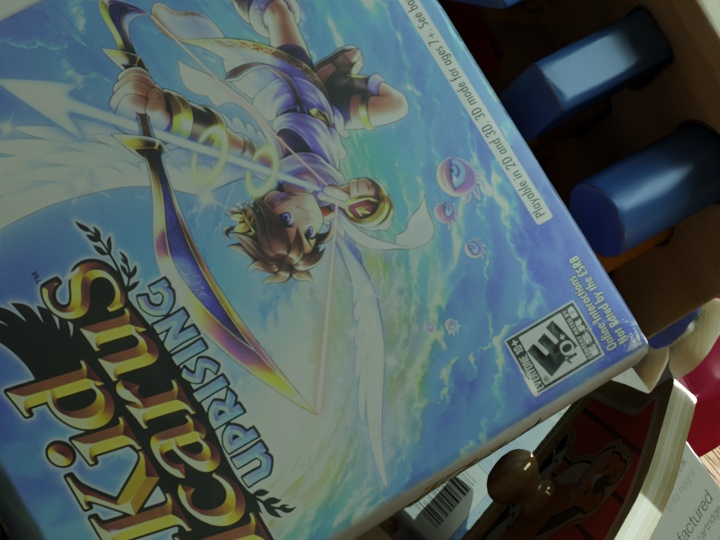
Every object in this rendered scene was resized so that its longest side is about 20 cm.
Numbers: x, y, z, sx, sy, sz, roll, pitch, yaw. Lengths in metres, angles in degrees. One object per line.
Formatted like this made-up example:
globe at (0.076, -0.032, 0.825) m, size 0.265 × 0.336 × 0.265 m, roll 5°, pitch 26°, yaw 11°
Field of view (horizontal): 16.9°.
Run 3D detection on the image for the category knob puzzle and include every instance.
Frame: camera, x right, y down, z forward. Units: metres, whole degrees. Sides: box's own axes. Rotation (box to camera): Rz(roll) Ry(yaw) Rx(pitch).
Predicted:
knob puzzle at (0.033, 0.107, 0.763) m, size 0.030 × 0.220 × 0.220 m, roll 40°, pitch 18°, yaw -6°

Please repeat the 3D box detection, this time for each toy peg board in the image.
toy peg board at (0.027, -0.055, 0.779) m, size 0.200 × 0.098 × 0.199 m, roll 59°, pitch -27°, yaw 5°

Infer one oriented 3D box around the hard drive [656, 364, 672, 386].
hard drive at (0.067, -0.003, 1.191) m, size 0.200 × 0.038 × 0.140 m, roll 38°, pitch -10°, yaw 26°

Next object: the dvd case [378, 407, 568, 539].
dvd case at (0.000, 0.000, 0.910) m, size 0.200 × 0.018 × 0.143 m, roll 46°, pitch 52°, yaw -1°

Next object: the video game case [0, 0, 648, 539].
video game case at (-0.045, -0.015, 0.684) m, size 0.200 × 0.181 × 0.045 m, roll 58°, pitch -19°, yaw 6°

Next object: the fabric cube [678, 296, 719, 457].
fabric cube at (0.188, -0.017, 1.347) m, size 0.201 × 0.199 × 0.196 m, roll 61°, pitch -18°, yaw 14°

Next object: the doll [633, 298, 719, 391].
doll at (0.057, -0.022, 1.029) m, size 0.200 × 0.136 × 0.049 m, roll 40°, pitch 53°, yaw -8°

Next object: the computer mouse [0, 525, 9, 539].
computer mouse at (-0.071, 0.159, 0.659) m, size 0.200 × 0.046 × 0.140 m, roll 36°, pitch 49°, yaw 8°

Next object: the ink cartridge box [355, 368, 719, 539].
ink cartridge box at (0.051, 0.089, 0.983) m, size 0.200 × 0.083 × 0.147 m, roll 52°, pitch 51°, yaw -15°
